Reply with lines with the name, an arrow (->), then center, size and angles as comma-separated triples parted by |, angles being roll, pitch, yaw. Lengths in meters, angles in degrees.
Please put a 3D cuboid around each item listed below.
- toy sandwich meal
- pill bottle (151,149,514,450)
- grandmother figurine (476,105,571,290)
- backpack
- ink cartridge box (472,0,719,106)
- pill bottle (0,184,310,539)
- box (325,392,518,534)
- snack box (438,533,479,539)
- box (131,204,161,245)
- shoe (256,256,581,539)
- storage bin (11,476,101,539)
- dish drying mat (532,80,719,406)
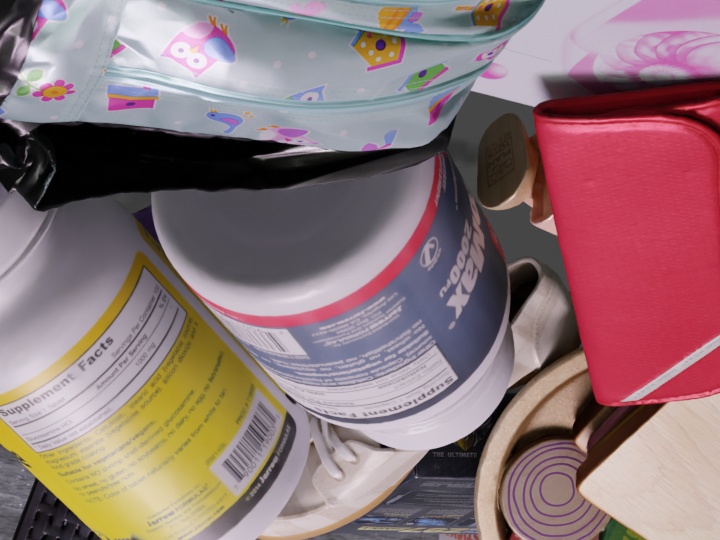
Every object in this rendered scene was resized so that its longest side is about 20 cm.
toy sandwich meal -> 0.153, 0.115, 0.996 | 0.204, 0.070, 0.207 | 0, 115, 0
pill bottle -> 0.000, 0.000, 0.890 | 0.119, 0.120, 0.200 | -4, 154, 18
grandmother figurine -> 0.141, -0.017, 0.898 | 0.199, 0.061, 0.121 | 23, 144, -32
backpack -> -0.038, -0.106, 0.642 | 0.199, 0.168, 0.127 | 8, 150, -20
ink cartridge box -> 0.148, -0.104, 0.736 | 0.199, 0.044, 0.196 | 13, 153, -13
pill bottle -> -0.120, 0.038, 0.921 | 0.112, 0.113, 0.200 | -15, 129, 36
box -> 0.090, 0.109, 1.134 | 0.199, 0.051, 0.158 | 3, 161, -19
snack box -> 0.116, 0.168, 1.230 | 0.071, 0.025, 0.200 | 4, -179, -20
box -> -0.067, 0.033, 1.064 | 0.199, 0.039, 0.136 | 26, 147, -37
shoe -> 0.017, 0.059, 1.001 | 0.199, 0.070, 0.053 | -35, 152, -1
storage bin -> -0.130, 0.137, 1.109 | 0.093, 0.136, 0.200 | 20, 174, -4
dish drying mat -> 0.121, -0.004, 0.843 | 0.076, 0.018, 0.200 | -5, 144, 11
